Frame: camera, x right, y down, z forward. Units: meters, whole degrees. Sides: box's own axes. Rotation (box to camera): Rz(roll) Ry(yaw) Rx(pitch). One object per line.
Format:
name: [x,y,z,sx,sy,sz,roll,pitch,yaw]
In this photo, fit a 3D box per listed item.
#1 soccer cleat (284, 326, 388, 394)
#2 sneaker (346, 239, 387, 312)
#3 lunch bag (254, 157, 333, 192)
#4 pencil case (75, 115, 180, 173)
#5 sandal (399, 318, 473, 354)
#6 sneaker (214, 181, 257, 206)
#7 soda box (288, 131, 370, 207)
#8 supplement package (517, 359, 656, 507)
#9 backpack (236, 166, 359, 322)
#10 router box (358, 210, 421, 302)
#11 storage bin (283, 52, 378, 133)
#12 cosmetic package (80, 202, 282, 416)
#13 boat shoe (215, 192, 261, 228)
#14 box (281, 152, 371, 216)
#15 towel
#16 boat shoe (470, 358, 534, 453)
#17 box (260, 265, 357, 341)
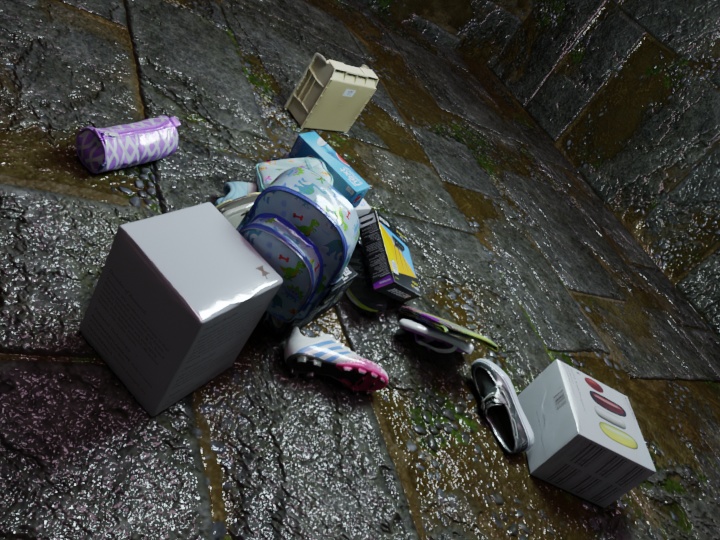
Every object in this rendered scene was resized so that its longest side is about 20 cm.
soccer cleat: [-0.038,0.148,0.994,0.196,0.070,0.088,20,41,-24]
sneaker: [0.000,0.000,1.205,0.073,0.081,0.202,-3,50,-45]
lunch bag: [-0.134,-0.176,1.198,0.156,0.079,0.201,-10,30,-10]
pencil case: [-0.429,-0.240,1.077,0.084,0.086,0.200,42,32,5]
sandal: [0.160,0.151,1.201,0.200,0.051,0.082,23,-5,-31]
sneaker: [-0.243,-0.100,1.115,0.080,0.075,0.202,5,39,-13]
soda box: [-0.074,-0.235,1.363,0.200,0.064,0.067,46,35,11]
supplement package: [0.447,0.330,1.177,0.197,0.148,0.193,27,34,-15]
backpack: [-0.104,-0.035,0.879,0.182,0.201,0.147,37,34,-2]
router box: [0.062,-0.023,1.209,0.199,0.050,0.153,26,48,-67]
storage bin: [-0.078,-0.497,1.631,0.198,0.199,0.095,-9,57,-49]
cosmetic package: [-0.245,0.048,0.796,0.166,0.201,0.167,44,32,11]
boat shoe: [-0.177,-0.107,1.037,0.199,0.074,0.060,-20,35,-38]
box: [-0.086,-0.204,1.410,0.154,0.041,0.202,-9,56,-48]
towel: [0.178,0.117,1.194,0.141,0.023,0.199,22,0,-27]
boat shoe: [0.275,0.266,1.156,0.070,0.072,0.202,4,48,-47]
box: [-0.126,0.010,1.065,0.164,0.087,0.199,44,33,9]
